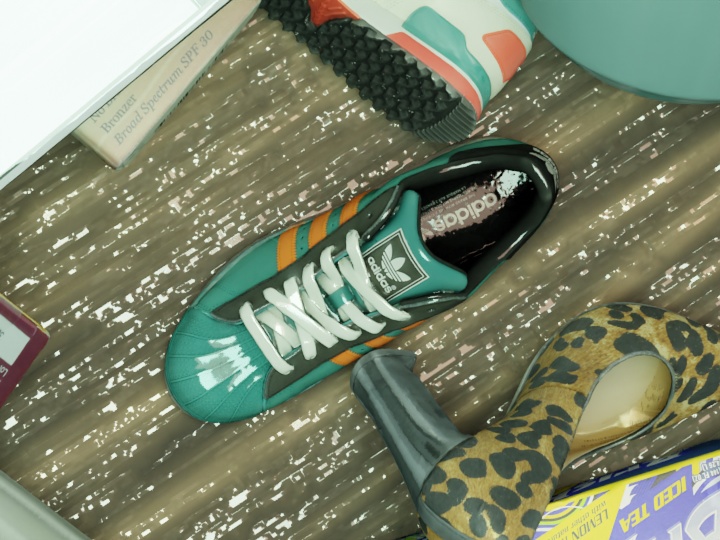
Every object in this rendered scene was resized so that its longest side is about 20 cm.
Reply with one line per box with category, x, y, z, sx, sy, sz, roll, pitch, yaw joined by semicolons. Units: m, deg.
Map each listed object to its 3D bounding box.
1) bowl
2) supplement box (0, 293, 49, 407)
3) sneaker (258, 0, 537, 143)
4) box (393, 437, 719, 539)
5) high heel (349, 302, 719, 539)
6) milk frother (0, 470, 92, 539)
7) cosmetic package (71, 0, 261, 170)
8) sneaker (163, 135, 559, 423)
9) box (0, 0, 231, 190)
bowl;0.146;-0.147;1.273;0.201;0.201;0.105;4;130;-7
supplement box;-0.242;-0.004;1.192;0.200;0.110;0.086;31;81;29
sneaker;-0.002;-0.153;1.307;0.200;0.070;0.093;43;64;-1
box;0.094;0.134;1.298;0.200;0.064;0.070;-17;90;-9
high heel;0.108;0.080;1.257;0.200;0.143;0.071;-5;125;-21
milk frother;-0.110;0.156;1.194;0.188;0.181;0.200;38;114;-5
cosmetic package;-0.150;-0.145;1.266;0.200;0.087;0.103;39;88;-4
sneaker;0.000;0.000;1.283;0.200;0.080;0.071;-34;94;-7
box;-0.124;-0.121;1.139;0.200;0.060;0.117;-39;96;0
